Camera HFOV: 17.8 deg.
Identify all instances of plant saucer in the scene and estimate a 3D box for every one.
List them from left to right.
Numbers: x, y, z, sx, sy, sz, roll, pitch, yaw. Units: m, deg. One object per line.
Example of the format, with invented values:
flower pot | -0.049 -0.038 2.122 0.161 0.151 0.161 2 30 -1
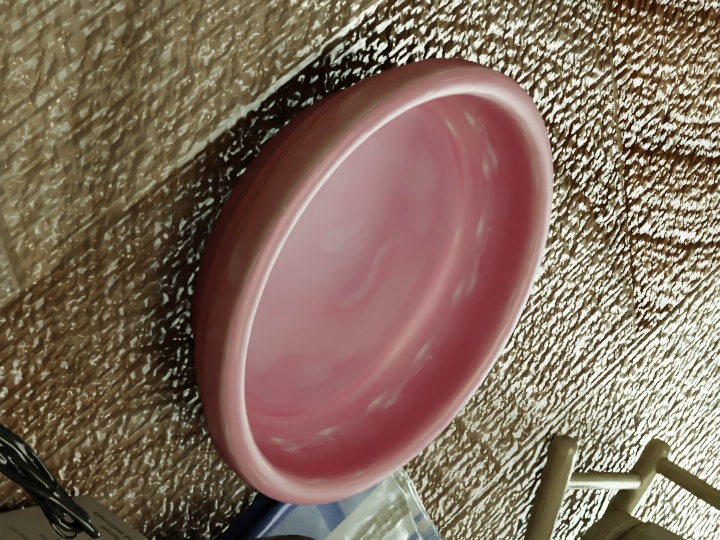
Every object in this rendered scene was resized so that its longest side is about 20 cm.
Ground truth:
plant saucer | 0.000 0.000 0.967 0.200 0.051 0.201 -33 138 -35

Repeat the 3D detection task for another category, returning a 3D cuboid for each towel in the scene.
towel | -0.019 0.164 1.094 0.147 0.024 0.200 -46 142 -16

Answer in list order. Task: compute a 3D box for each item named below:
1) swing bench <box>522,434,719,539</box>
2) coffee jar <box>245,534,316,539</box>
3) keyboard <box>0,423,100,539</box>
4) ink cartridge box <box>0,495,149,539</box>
swing bench | 0.165 0.220 1.215 0.130 0.199 0.200 8 109 -54
coffee jar | -0.054 0.213 1.005 0.104 0.085 0.200 -11 135 -21
keyboard | -0.146 0.097 0.781 0.200 0.021 0.127 50 51 -19
ink cartridge box | -0.166 0.179 0.857 0.200 0.084 0.146 -9 122 -49
